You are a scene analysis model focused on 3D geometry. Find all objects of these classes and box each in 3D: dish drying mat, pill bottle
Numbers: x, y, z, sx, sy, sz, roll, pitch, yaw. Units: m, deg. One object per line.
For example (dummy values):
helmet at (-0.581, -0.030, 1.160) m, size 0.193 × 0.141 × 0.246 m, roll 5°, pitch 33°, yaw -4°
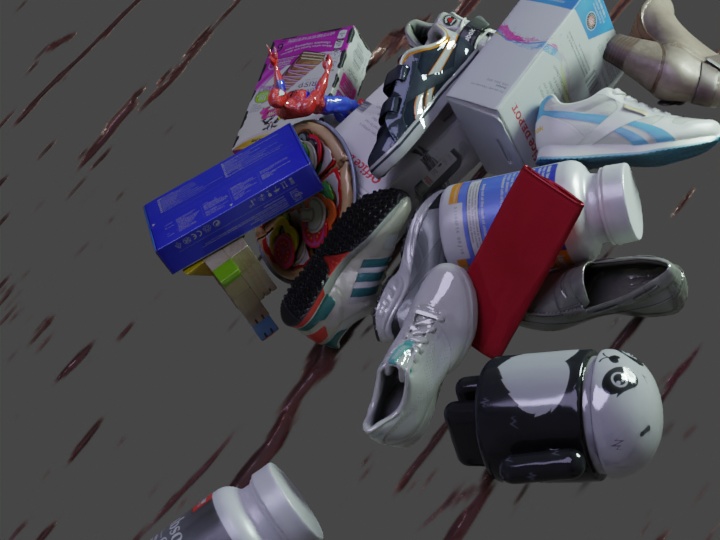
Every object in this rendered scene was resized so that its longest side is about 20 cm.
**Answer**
dish drying mat at (0.155, -0.005, 1.217) m, size 0.077 × 0.018 × 0.201 m, roll 37°, pitch 119°, yaw 23°
pill bottle at (-0.143, 0.291, 1.192) m, size 0.200 × 0.116 × 0.116 m, roll -37°, pitch 46°, yaw 0°
pill bottle at (0.193, -0.055, 1.264) m, size 0.199 × 0.112 × 0.113 m, roll -10°, pitch 52°, yaw 24°

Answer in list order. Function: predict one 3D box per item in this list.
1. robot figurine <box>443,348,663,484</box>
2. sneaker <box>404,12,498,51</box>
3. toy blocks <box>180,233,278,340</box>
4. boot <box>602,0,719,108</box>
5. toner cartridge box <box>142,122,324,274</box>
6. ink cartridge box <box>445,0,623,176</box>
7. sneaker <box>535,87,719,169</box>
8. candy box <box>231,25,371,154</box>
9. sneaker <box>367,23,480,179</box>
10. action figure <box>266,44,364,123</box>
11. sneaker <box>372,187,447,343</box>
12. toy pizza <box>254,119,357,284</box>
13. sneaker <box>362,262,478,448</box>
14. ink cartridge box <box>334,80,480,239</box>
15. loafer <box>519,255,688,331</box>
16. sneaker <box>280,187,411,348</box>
robot figurine at (0.182, 0.136, 1.115) m, size 0.199 × 0.125 × 0.151 m, roll -6°, pitch 66°, yaw 26°
sneaker at (0.131, -0.277, 1.468) m, size 0.199 × 0.089 × 0.074 m, roll 11°, pitch 59°, yaw 44°
toy blocks at (-0.153, -0.004, 1.418) m, size 0.100 × 0.137 × 0.200 m, roll -36°, pitch 41°, yaw -6°
boot at (0.366, -0.241, 1.334) m, size 0.146 × 0.071 × 0.200 m, roll 27°, pitch 43°, yaw 20°
toner cartridge box at (-0.147, -0.083, 1.353) m, size 0.199 × 0.043 × 0.095 m, roll -29°, pitch 39°, yaw 3°
ink cartridge box at (0.204, -0.216, 1.357) m, size 0.084 × 0.145 × 0.200 m, roll 24°, pitch 70°, yaw 40°
sneaker at (0.288, -0.155, 1.275) m, size 0.199 × 0.077 × 0.081 m, roll -1°, pitch 80°, yaw 6°
candy box at (-0.077, -0.227, 1.586) m, size 0.136 × 0.061 × 0.201 m, roll -4°, pitch 55°, yaw 30°
sneaker at (0.055, -0.195, 1.346) m, size 0.200 × 0.079 × 0.078 m, roll -52°, pitch 6°, yaw -21°
action figure at (-0.046, -0.231, 1.463) m, size 0.065 × 0.199 × 0.100 m, roll -3°, pitch 93°, yaw 38°
sneaker at (0.080, -0.001, 1.327) m, size 0.079 × 0.074 × 0.201 m, roll 12°, pitch 64°, yaw 17°
toy pizza at (-0.076, -0.083, 1.426) m, size 0.200 × 0.032 × 0.202 m, roll -7°, pitch 80°, yaw 49°
sneaker at (0.058, 0.084, 1.213) m, size 0.075 × 0.088 × 0.201 m, roll 18°, pitch 87°, yaw 32°
ink cartridge box at (0.059, -0.154, 1.438) m, size 0.200 × 0.085 × 0.146 m, roll -42°, pitch 46°, yaw -7°
loafer at (0.232, 0.017, 1.214) m, size 0.199 × 0.070 × 0.070 m, roll -9°, pitch 55°, yaw 25°
sneaker at (0.000, 0.001, 1.344) m, size 0.200 × 0.093 × 0.070 m, roll -52°, pitch 36°, yaw -3°
